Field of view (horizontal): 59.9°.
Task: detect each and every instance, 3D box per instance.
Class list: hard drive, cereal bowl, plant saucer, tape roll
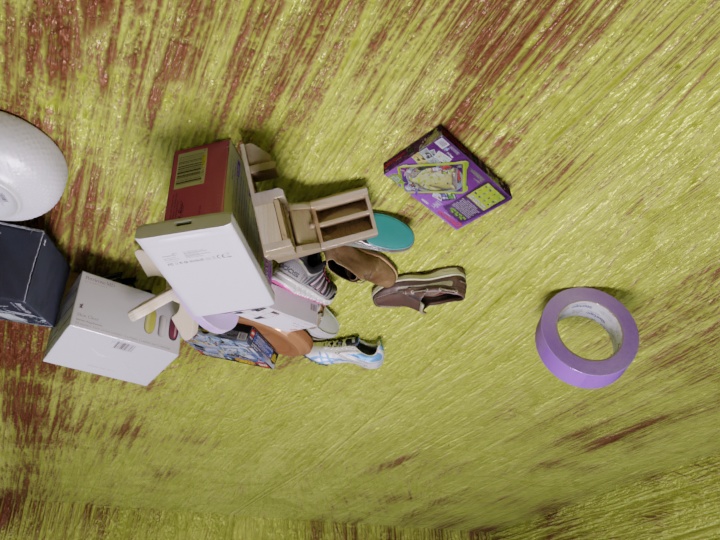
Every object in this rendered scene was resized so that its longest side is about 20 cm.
[{"bbox_3d":[-0.209,-0.003,0.876,0.129,0.027,0.201,-8,145,6],"label":"hard drive"},{"bbox_3d":[-0.543,-0.138,0.921,0.195,0.085,0.202,-1,146,-1],"label":"cereal bowl"},{"bbox_3d":[-0.195,0.133,1.327,0.196,0.033,0.201,18,155,9],"label":"plant saucer"},{"bbox_3d":[0.468,0.138,1.299,0.195,0.204,0.066,-3,148,1],"label":"tape roll"}]

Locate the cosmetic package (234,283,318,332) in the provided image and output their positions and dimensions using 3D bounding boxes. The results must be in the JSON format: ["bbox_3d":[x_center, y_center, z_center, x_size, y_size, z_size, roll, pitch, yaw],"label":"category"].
[{"bbox_3d":[-0.169,0.063,1.139,0.081,0.052,0.199,-12,156,34],"label":"cosmetic package"}]

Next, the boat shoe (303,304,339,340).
[{"bbox_3d":[-0.105,0.085,1.293,0.068,0.076,0.199,-21,142,34],"label":"boat shoe"}]

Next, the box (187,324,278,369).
[{"bbox_3d":[-0.292,0.155,1.356,0.196,0.040,0.138,7,151,24],"label":"box"}]

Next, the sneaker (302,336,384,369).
[{"bbox_3d":[-0.040,0.184,1.465,0.195,0.072,0.074,5,112,0],"label":"sneaker"}]

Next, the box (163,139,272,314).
[{"bbox_3d":[-0.213,-0.062,0.973,0.095,0.179,0.201,-10,147,10],"label":"box"}]

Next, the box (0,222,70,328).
[{"bbox_3d":[-0.610,0.002,1.030,0.192,0.127,0.200,9,162,-10],"label":"box"}]

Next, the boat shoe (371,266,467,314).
[{"bbox_3d":[0.116,0.050,1.256,0.199,0.076,0.075,-16,145,18],"label":"boat shoe"}]

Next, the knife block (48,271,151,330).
[{"bbox_3d":[-0.513,0.073,1.252,0.173,0.065,0.200,19,140,-28],"label":"knife block"}]

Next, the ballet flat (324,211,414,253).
[{"bbox_3d":[-0.003,-0.071,1.094,0.196,0.069,0.064,9,172,-16],"label":"ballet flat"}]

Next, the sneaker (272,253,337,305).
[{"bbox_3d":[-0.089,0.005,1.173,0.073,0.089,0.199,30,-177,28],"label":"sneaker"}]

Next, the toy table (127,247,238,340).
[{"bbox_3d":[-0.316,0.031,1.116,0.116,0.204,0.183,-20,-178,29],"label":"toy table"}]

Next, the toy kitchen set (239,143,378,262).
[{"bbox_3d":[-0.073,-0.119,0.941,0.177,0.167,0.200,-14,178,-3],"label":"toy kitchen set"}]

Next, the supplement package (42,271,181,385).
[{"bbox_3d":[-0.454,0.113,1.161,0.198,0.113,0.155,22,137,-33],"label":"supplement package"}]

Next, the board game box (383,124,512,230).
[{"bbox_3d":[0.144,-0.144,1.014,0.119,0.033,0.199,-32,136,30],"label":"board game box"}]

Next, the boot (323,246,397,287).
[{"bbox_3d":[0.000,0.000,1.175,0.073,0.077,0.199,-28,140,31],"label":"boot"}]
